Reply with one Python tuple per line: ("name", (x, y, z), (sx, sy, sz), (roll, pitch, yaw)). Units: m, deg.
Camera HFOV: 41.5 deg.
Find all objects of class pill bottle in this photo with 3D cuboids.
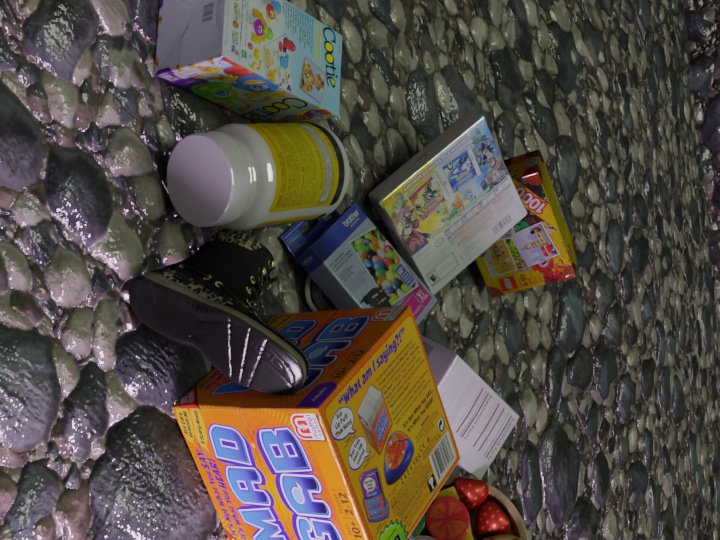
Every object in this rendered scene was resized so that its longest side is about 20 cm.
("pill bottle", (-0.110, -0.105, 1.047), (0.199, 0.113, 0.116), (-13, 97, -55))

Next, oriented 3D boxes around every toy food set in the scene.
("toy food set", (0.131, 0.378, 1.276), (0.049, 0.195, 0.202), (72, -3, -67))

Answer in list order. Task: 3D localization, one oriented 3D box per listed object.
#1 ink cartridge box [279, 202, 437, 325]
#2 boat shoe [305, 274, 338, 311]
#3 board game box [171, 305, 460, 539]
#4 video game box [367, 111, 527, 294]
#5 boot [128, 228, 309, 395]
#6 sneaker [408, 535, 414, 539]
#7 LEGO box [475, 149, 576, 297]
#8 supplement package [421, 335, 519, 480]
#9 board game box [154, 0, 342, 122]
("ink cartridge box", (0.000, 0.000, 1.190), (0.200, 0.042, 0.119), (48, 44, -3))
("boat shoe", (0.005, 0.035, 1.240), (0.199, 0.061, 0.074), (20, 72, -51))
("board game box", (-0.041, 0.178, 1.034), (0.200, 0.198, 0.202), (-42, 120, -48))
("video game box", (0.129, -0.095, 1.369), (0.199, 0.047, 0.183), (-39, 125, -12))
("boot", (-0.114, 0.033, 0.972), (0.154, 0.202, 0.074), (-43, 155, -53))
("sneaker", (0.030, 0.333, 1.189), (0.201, 0.095, 0.079), (55, 49, -16))
("LEGO box", (0.245, -0.072, 1.515), (0.202, 0.147, 0.078), (62, 25, -28))
("supplement package", (0.112, 0.185, 1.306), (0.110, 0.113, 0.200), (-55, 135, -10))
("board game box", (-0.120, -0.241, 1.060), (0.199, 0.102, 0.107), (18, 71, -53))
